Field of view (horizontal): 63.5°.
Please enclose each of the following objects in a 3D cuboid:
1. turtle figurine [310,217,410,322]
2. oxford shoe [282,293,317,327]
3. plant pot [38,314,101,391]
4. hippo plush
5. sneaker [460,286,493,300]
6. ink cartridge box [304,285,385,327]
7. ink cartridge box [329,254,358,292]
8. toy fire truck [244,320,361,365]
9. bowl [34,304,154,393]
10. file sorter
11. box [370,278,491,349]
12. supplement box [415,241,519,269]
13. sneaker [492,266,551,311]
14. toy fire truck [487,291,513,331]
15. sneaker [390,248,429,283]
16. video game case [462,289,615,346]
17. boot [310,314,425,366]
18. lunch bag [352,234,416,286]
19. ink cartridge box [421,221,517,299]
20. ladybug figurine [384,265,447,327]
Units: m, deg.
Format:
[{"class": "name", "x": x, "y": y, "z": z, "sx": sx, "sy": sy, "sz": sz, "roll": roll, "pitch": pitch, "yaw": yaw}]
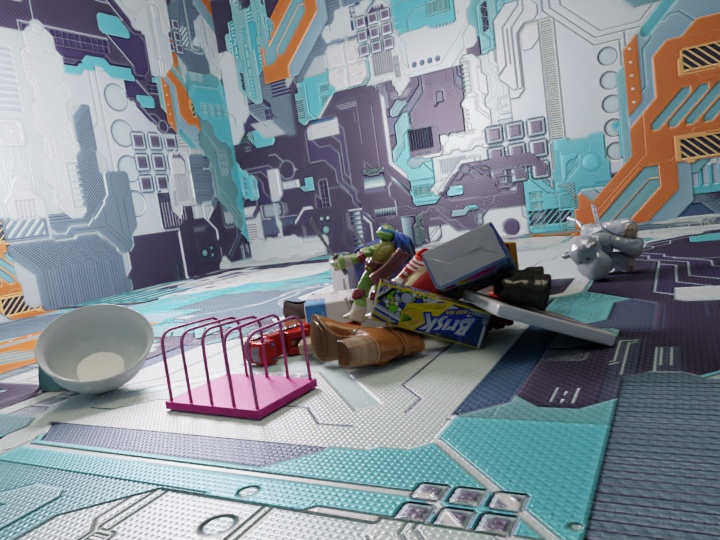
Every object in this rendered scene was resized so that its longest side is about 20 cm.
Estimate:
[{"class": "turtle figurine", "x": 0.000, "y": 0.000, "z": 1.177, "sx": 0.199, "sy": 0.194, "sz": 0.144, "roll": 8, "pitch": 2, "yaw": 9}, {"class": "oxford shoe", "x": -0.093, "y": 0.092, "z": 1.433, "sx": 0.199, "sy": 0.073, "sz": 0.071, "roll": -8, "pitch": 6, "yaw": -4}, {"class": "plant pot", "x": -0.574, "y": 0.155, "z": 1.221, "sx": 0.200, "sy": 0.135, "sz": 0.200, "roll": -8, "pitch": 6, "yaw": 1}, {"class": "hippo plush", "x": 0.611, "y": -0.065, "z": 1.477, "sx": 0.161, "sy": 0.200, "sz": 0.159, "roll": -26, "pitch": -5, "yaw": -45}, {"class": "sneaker", "x": 0.260, "y": 0.040, "z": 1.289, "sx": 0.200, "sy": 0.075, "sz": 0.100, "roll": -7, "pitch": -38, "yaw": 22}, {"class": "ink cartridge box", "x": -0.019, "y": 0.090, "z": 1.297, "sx": 0.199, "sy": 0.086, "sz": 0.146, "roll": -7, "pitch": 7, "yaw": -1}, {"class": "ink cartridge box", "x": 0.024, "y": 0.022, "z": 1.568, "sx": 0.200, "sy": 0.146, "sz": 0.083, "roll": -13, "pitch": 7, "yaw": -38}, {"class": "toy fire truck", "x": -0.109, "y": 0.141, "z": 1.134, "sx": 0.200, "sy": 0.049, "sz": 0.141, "roll": -15, "pitch": 11, "yaw": -39}, {"class": "bowl", "x": -0.490, "y": 0.161, "z": 1.090, "sx": 0.201, "sy": 0.091, "sz": 0.201, "roll": 7, "pitch": 38, "yaw": -6}, {"class": "file sorter", "x": -0.195, "y": 0.140, "z": 0.911, "sx": 0.200, "sy": 0.126, "sz": 0.139, "roll": -4, "pitch": 7, "yaw": 33}, {"class": "box", "x": 0.121, "y": 0.075, "z": 1.023, "sx": 0.199, "sy": 0.070, "sz": 0.064, "roll": 16, "pitch": 7, "yaw": -1}, {"class": "supplement box", "x": 0.263, "y": 0.006, "z": 1.467, "sx": 0.199, "sy": 0.133, "sz": 0.197, "roll": -10, "pitch": 7, "yaw": -14}, {"class": "sneaker", "x": 0.276, "y": 0.023, "z": 1.017, "sx": 0.091, "sy": 0.076, "sz": 0.200, "roll": 9, "pitch": 0, "yaw": 10}, {"class": "toy fire truck", "x": 0.229, "y": 0.083, "z": 1.145, "sx": 0.199, "sy": 0.049, "sz": 0.141, "roll": -11, "pitch": 5, "yaw": -8}, {"class": "sneaker", "x": 0.147, "y": 0.026, "z": 1.275, "sx": 0.078, "sy": 0.116, "sz": 0.200, "roll": 39, "pitch": -1, "yaw": 26}, {"class": "video game case", "x": 0.292, "y": 0.076, "z": 0.981, "sx": 0.200, "sy": 0.023, "sz": 0.182, "roll": 15, "pitch": 4, "yaw": -8}, {"class": "boot", "x": 0.006, "y": 0.123, "z": 1.044, "sx": 0.154, "sy": 0.074, "sz": 0.200, "roll": -5, "pitch": 16, "yaw": -29}, {"class": "lunch bag", "x": 0.071, "y": 0.001, "z": 1.454, "sx": 0.136, "sy": 0.201, "sz": 0.132, "roll": -10, "pitch": 4, "yaw": 23}, {"class": "ink cartridge box", "x": 0.209, "y": -0.009, "z": 1.073, "sx": 0.136, "sy": 0.077, "sz": 0.200, "roll": -25, "pitch": -16, "yaw": 15}, {"class": "ladybug figurine", "x": 0.127, "y": 0.065, "z": 1.165, "sx": 0.072, "sy": 0.136, "sz": 0.200, "roll": 24, "pitch": 46, "yaw": 37}]
